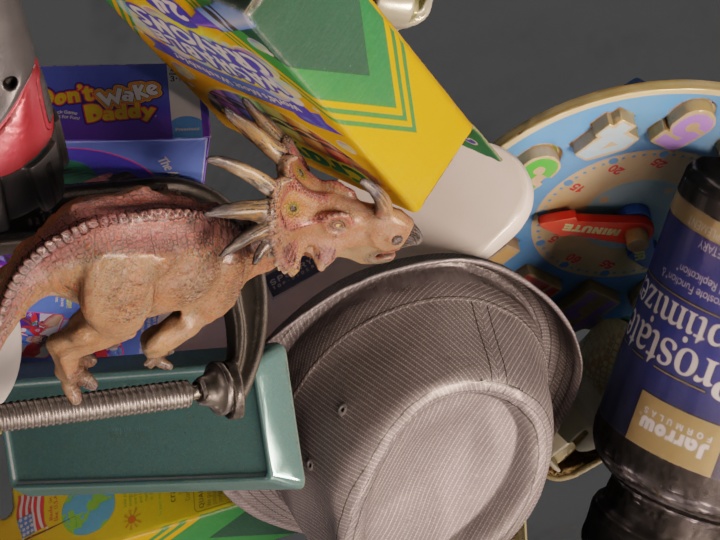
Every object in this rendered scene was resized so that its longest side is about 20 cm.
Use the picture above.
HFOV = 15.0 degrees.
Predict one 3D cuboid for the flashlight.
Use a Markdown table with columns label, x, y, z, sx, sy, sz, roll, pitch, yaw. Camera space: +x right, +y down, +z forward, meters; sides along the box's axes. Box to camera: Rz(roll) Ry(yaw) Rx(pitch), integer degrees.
| label | x | y | z | sx | sy | sz | roll | pitch | yaw |
| --- | --- | --- | --- | --- | --- | --- | --- | --- | --- |
| flashlight | -0.175 | -0.109 | 1.158 | 0.068 | 0.068 | 0.200 | 20 | 142 | 31 |

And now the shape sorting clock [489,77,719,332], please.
| label | x | y | z | sx | sy | sz | roll | pitch | yaw |
| --- | --- | --- | --- | --- | --- | --- | --- | --- | --- |
| shape sorting clock | 0.139 | -0.028 | 1.399 | 0.200 | 0.039 | 0.200 | -5 | 148 | -3 |

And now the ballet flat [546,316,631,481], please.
| label | x | y | z | sx | sy | sz | roll | pitch | yaw |
| --- | --- | --- | --- | --- | --- | --- | --- | --- | --- |
| ballet flat | 0.128 | 0.080 | 1.494 | 0.062 | 0.067 | 0.200 | -37 | 168 | -12 |

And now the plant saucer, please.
| label | x | y | z | sx | sy | sz | roll | pitch | yaw |
| --- | --- | --- | --- | --- | --- | --- | --- | --- | --- |
| plant saucer | -0.109 | 0.076 | 1.340 | 0.200 | 0.070 | 0.019 | -6 | -176 | 43 |

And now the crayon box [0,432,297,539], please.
| label | x | y | z | sx | sy | sz | roll | pitch | yaw |
| --- | --- | --- | --- | --- | --- | --- | --- | --- | --- |
| crayon box | -0.108 | 0.094 | 1.463 | 0.200 | 0.127 | 0.051 | -17 | 146 | 18 |

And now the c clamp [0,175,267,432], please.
| label | x | y | z | sx | sy | sz | roll | pitch | yaw |
| --- | --- | --- | --- | --- | --- | --- | --- | --- | --- |
| c clamp | -0.129 | 0.040 | 1.242 | 0.200 | 0.171 | 0.027 | -12 | 163 | -22 |

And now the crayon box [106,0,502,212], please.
| label | x | y | z | sx | sy | sz | roll | pitch | yaw |
| --- | --- | --- | --- | --- | --- | --- | --- | --- | --- |
| crayon box | -0.035 | -0.096 | 1.186 | 0.126 | 0.052 | 0.200 | 26 | 168 | 37 |

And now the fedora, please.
| label | x | y | z | sx | sy | sz | roll | pitch | yaw |
| --- | --- | --- | --- | --- | --- | --- | --- | --- | --- |
| fedora | 0.026 | 0.089 | 1.319 | 0.177 | 0.090 | 0.200 | 20 | 122 | -29 |

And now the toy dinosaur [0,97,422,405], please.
| label | x | y | z | sx | sy | sz | roll | pitch | yaw |
| --- | --- | --- | --- | --- | --- | --- | --- | --- | --- |
| toy dinosaur | -0.088 | -0.011 | 1.176 | 0.200 | 0.086 | 0.136 | -17 | 168 | -34 |

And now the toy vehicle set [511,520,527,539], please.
| label | x | y | z | sx | sy | sz | roll | pitch | yaw |
| --- | --- | --- | --- | --- | --- | --- | --- | --- | --- |
| toy vehicle set | 0.077 | 0.123 | 1.517 | 0.026 | 0.124 | 0.200 | -3 | 156 | 3 |

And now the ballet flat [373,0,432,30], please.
| label | x | y | z | sx | sy | sz | roll | pitch | yaw |
| --- | --- | --- | --- | --- | --- | --- | --- | --- | --- |
| ballet flat | 0.015 | -0.145 | 1.171 | 0.069 | 0.069 | 0.200 | 3 | 146 | -16 |

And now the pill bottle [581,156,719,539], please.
| label | x | y | z | sx | sy | sz | roll | pitch | yaw |
| --- | --- | --- | --- | --- | --- | --- | --- | --- | --- |
| pill bottle | 0.179 | 0.055 | 1.337 | 0.112 | 0.112 | 0.200 | 11 | 106 | -26 |

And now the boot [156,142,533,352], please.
| label | x | y | z | sx | sy | sz | roll | pitch | yaw |
| --- | --- | --- | --- | --- | --- | --- | --- | --- | --- |
| boot | 0.000 | 0.000 | 1.369 | 0.200 | 0.073 | 0.090 | -23 | 161 | 11 |

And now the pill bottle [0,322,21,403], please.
| label | x | y | z | sx | sy | sz | roll | pitch | yaw |
| --- | --- | --- | --- | --- | --- | --- | --- | --- | --- |
| pill bottle | -0.259 | 0.043 | 1.317 | 0.200 | 0.113 | 0.113 | -9 | 153 | 41 |

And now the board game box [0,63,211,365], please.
| label | x | y | z | sx | sy | sz | roll | pitch | yaw |
| --- | --- | --- | --- | --- | --- | --- | --- | --- | --- |
| board game box | -0.148 | -0.023 | 1.346 | 0.134 | 0.045 | 0.200 | -1 | 147 | -9 |
